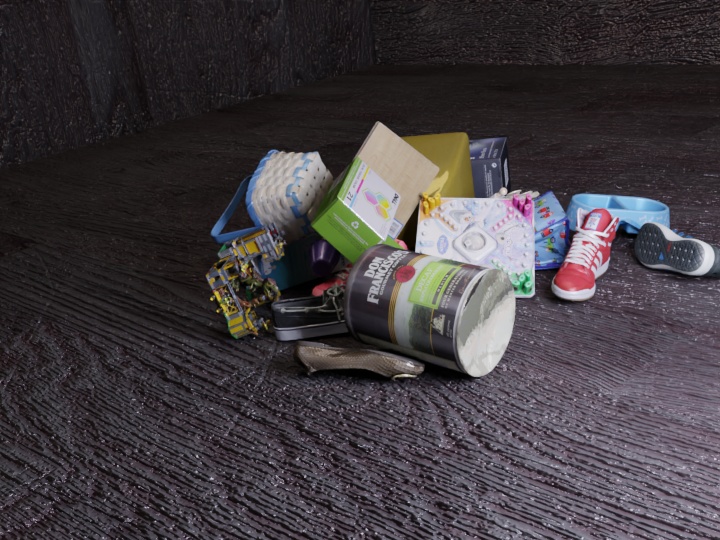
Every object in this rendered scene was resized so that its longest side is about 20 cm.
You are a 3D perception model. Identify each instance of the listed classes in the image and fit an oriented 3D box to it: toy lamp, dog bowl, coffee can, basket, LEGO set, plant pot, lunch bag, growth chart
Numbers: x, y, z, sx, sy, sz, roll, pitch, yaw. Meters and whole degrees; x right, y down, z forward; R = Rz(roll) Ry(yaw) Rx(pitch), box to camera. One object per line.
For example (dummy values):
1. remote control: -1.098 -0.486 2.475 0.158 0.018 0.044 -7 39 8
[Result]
1. toy lamp: -0.055 -0.059 1.675 0.057 0.059 0.201 -4 33 11
2. dog bowl: 0.464 -0.099 1.725 0.196 0.050 0.112 4 20 -6
3. coffee can: 0.095 0.052 1.335 0.198 0.149 0.145 13 27 38
4. basket: -0.154 -0.120 1.680 0.197 0.140 0.178 -3 43 28
5. LEGO set: -0.163 0.010 1.564 0.114 0.156 0.200 -21 9 14
6. plant pot: 0.108 -0.121 1.786 0.190 0.198 0.201 -3 31 13
7. lunch bag: 0.266 -0.050 1.689 0.196 0.096 0.151 -15 21 7
8. growth chart: 0.260 -0.109 1.753 0.144 0.018 0.199 -33 -18 29

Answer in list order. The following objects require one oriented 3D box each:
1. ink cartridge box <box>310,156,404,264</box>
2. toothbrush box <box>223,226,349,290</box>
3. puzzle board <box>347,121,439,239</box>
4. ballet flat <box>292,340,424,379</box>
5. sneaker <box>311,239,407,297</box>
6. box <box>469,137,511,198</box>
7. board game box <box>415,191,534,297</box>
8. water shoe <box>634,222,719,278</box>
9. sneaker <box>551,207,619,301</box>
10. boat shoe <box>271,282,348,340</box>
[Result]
1. ink cartridge box: 0.030 -0.064 1.534 0.076 0.199 0.149 -42 14 31
2. toothbrush box: -0.134 -0.036 1.783 0.198 0.087 0.146 -20 24 -29
3. puzzle board: 0.029 -0.129 1.639 0.150 0.202 0.017 32 2 -31
4. ballet flat: -0.005 0.132 1.336 0.196 0.047 0.067 6 -9 21
5. sneaker: 0.000 0.000 1.629 0.197 0.088 0.073 -18 21 -26
6. box: 0.216 -0.201 2.059 0.194 0.126 0.200 -4 19 14
7. board game box: 0.189 -0.048 1.590 0.196 0.026 0.203 1 54 8
8. water shoe: 0.520 -0.024 1.558 0.078 0.073 0.200 16 11 -19
9. sneaker: 0.359 -0.032 1.531 0.070 0.114 0.200 16 28 22
10. boat shoe: -0.042 0.056 1.505 0.195 0.069 0.074 -9 17 3
